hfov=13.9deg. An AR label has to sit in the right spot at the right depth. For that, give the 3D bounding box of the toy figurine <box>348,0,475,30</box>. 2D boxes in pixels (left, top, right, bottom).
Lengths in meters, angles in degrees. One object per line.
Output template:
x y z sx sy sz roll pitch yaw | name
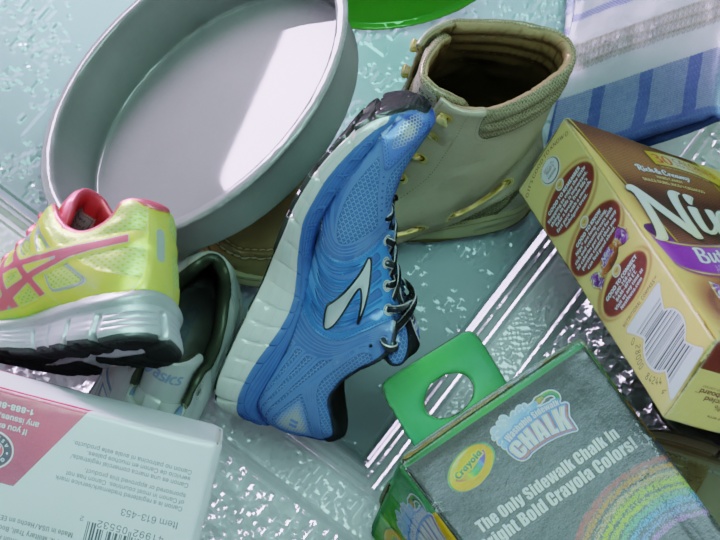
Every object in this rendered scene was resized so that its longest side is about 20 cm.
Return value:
0.015 -0.269 1.668 0.149 0.200 0.185 5 54 -20 | toy figurine

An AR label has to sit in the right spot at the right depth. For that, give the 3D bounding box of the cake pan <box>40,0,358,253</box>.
-0.082 -0.089 1.584 0.200 0.037 0.201 -23 43 24 | cake pan

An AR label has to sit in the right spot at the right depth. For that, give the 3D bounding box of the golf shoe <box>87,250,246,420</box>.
-0.117 0.076 1.542 0.078 0.097 0.201 20 68 -2 | golf shoe

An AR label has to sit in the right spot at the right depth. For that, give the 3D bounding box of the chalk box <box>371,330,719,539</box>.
0.089 0.128 1.539 0.124 0.124 0.200 -31 75 -18 | chalk box

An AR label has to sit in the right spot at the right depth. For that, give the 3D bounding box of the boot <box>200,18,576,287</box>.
0.013 -0.064 1.583 0.199 0.156 0.073 -11 64 -14 | boot

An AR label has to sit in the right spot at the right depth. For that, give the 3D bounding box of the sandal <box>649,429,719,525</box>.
0.215 0.137 1.535 0.211 0.078 0.070 11 29 31 | sandal

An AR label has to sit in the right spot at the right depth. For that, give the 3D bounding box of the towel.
0.168 -0.156 1.664 0.024 0.147 0.201 27 62 -32 | towel

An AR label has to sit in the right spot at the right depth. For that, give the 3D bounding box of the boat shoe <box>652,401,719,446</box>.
0.248 0.108 1.603 0.200 0.075 0.068 37 68 18 | boat shoe

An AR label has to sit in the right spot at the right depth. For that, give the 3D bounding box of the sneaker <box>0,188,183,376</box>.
-0.152 0.005 1.521 0.078 0.200 0.091 14 78 -40 | sneaker

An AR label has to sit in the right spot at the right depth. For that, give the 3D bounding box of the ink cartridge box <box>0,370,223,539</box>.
-0.161 0.161 1.468 0.144 0.084 0.201 15 92 -3 | ink cartridge box

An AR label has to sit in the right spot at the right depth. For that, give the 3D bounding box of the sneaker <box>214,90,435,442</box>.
0.000 0.000 1.520 0.089 0.201 0.079 25 24 4 | sneaker

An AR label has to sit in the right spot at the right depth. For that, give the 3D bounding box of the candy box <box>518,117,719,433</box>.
0.174 0.008 1.550 0.116 0.057 0.200 16 27 -34 | candy box
